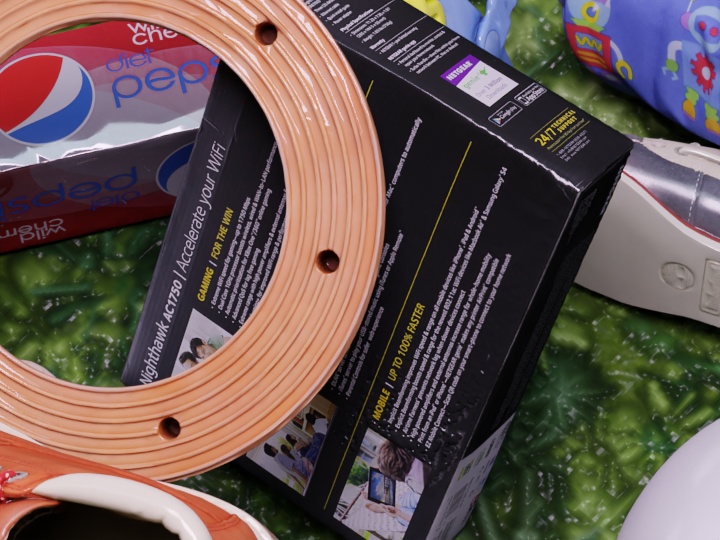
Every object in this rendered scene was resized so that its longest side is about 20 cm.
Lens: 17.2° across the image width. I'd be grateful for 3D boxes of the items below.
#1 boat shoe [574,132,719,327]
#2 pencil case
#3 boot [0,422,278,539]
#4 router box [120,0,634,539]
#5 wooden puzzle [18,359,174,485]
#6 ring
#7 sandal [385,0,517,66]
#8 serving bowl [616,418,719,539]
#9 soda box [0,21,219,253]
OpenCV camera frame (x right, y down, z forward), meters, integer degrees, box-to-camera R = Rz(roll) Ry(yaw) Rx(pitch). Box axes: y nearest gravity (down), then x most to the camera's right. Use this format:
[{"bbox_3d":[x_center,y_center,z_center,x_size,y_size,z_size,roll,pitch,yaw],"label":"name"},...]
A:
[{"bbox_3d":[0.141,-0.020,0.988,0.199,0.071,0.063,24,53,18],"label":"boat shoe"},{"bbox_3d":[0.168,-0.090,0.974,0.078,0.087,0.200,-24,35,-27],"label":"pencil case"},{"bbox_3d":[-0.128,0.083,0.794,0.199,0.107,0.076,9,81,12],"label":"boot"},{"bbox_3d":[0.000,0.000,0.905,0.149,0.201,0.051,33,37,15],"label":"router box"},{"bbox_3d":[-0.115,0.158,0.843,0.200,0.037,0.185,40,77,17],"label":"wooden puzzle"},{"bbox_3d":[-0.088,-0.024,0.851,0.199,0.019,0.202,0,90,11],"label":"ring"},{"bbox_3d":[0.036,-0.058,0.951,0.079,0.201,0.087,12,36,34],"label":"sandal"},{"bbox_3d":[0.194,0.128,0.913,0.199,0.066,0.201,0,62,1],"label":"serving bowl"},{"bbox_3d":[-0.102,-0.062,1.009,0.199,0.070,0.064,-13,63,-7],"label":"soda box"}]
